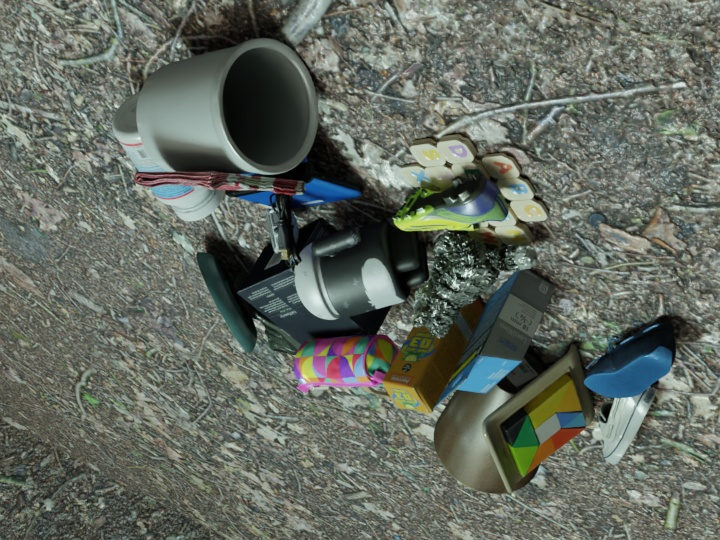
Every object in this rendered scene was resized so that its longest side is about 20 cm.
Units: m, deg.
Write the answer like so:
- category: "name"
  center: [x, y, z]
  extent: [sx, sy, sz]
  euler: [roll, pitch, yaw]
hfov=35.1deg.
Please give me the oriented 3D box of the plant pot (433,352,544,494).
- category: "plant pot"
  center: [0.226, 0.222, 1.820]
  extent: [0.185, 0.188, 0.202]
  euler: [25, 137, 11]

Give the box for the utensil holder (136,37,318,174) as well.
- category: "utensil holder"
  center: [-0.180, -0.210, 1.517]
  extent: [0.198, 0.171, 0.170]
  euler: [2, 141, 47]

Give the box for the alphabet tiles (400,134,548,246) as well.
- category: "alphabet tiles"
  center: [0.149, -0.102, 1.523]
  extent: [0.194, 0.015, 0.201]
  euler: [-1, 138, 45]

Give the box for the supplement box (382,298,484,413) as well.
- category: "supplement box"
  center: [0.112, 0.113, 1.703]
  extent: [0.066, 0.201, 0.069]
  euler: [4, 143, 39]

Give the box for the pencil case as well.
- category: "pencil case"
  center: [-0.024, 0.149, 1.802]
  extent: [0.088, 0.089, 0.199]
  euler: [44, 148, -24]

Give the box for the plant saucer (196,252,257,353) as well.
- category: "plant saucer"
  center: [-0.232, 0.052, 2.019]
  extent: [0.202, 0.027, 0.200]
  euler: [63, -179, -1]

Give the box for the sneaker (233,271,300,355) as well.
- category: "sneaker"
  center: [-0.162, 0.087, 2.061]
  extent: [0.199, 0.077, 0.114]
  euler: [37, 150, -14]

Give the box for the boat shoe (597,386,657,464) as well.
- category: "boat shoe"
  center: [0.397, 0.230, 1.751]
  extent: [0.065, 0.072, 0.201]
  euler: [28, 151, 14]

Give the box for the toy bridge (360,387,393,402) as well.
- category: "toy bridge"
  center: [0.016, 0.176, 2.038]
  extent: [0.027, 0.068, 0.201]
  euler: [6, 143, 38]

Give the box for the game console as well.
- category: "game console"
  center: [-0.113, -0.170, 1.667]
  extent: [0.169, 0.120, 0.198]
  euler: [13, 169, -41]

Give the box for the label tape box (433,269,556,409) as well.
- category: "label tape box"
  center: [0.192, 0.112, 1.623]
  extent: [0.063, 0.201, 0.144]
  euler: [30, 152, -1]

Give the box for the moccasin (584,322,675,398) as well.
- category: "moccasin"
  center: [0.389, 0.128, 1.603]
  extent: [0.080, 0.069, 0.200]
  euler: [29, 154, -12]

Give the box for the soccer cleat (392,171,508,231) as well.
- category: "soccer cleat"
  center: [0.116, -0.074, 1.518]
  extent: [0.084, 0.065, 0.199]
  euler: [41, 152, -22]

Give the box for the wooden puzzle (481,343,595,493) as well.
- category: "wooden puzzle"
  center: [0.279, 0.231, 1.733]
  extent: [0.037, 0.199, 0.186]
  euler: [38, 163, 42]

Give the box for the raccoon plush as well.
- category: "raccoon plush"
  center: [0.143, 0.025, 1.566]
  extent: [0.096, 0.136, 0.199]
  euler: [25, 168, -22]

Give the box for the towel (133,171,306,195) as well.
- category: "towel"
  center: [-0.185, -0.116, 1.529]
  extent: [0.142, 0.023, 0.199]
  euler: [4, -177, 36]

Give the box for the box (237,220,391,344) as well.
- category: "box"
  center: [-0.071, 0.034, 1.857]
  extent: [0.182, 0.105, 0.199]
  euler: [41, 151, -18]

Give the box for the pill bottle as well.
- category: "pill bottle"
  center: [-0.289, -0.172, 1.739]
  extent: [0.107, 0.109, 0.201]
  euler: [11, 146, 32]

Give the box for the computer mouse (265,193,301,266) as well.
- category: "computer mouse"
  center: [-0.112, -0.066, 1.700]
  extent: [0.200, 0.043, 0.111]
  euler: [-156, 54, -81]

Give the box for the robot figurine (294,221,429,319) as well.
- category: "robot figurine"
  center: [-0.001, -0.002, 1.680]
  extent: [0.197, 0.125, 0.152]
  euler: [-15, 105, 15]
